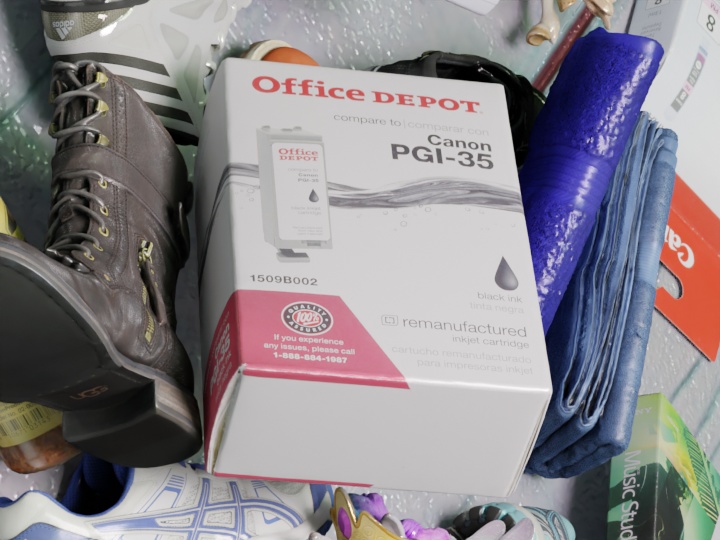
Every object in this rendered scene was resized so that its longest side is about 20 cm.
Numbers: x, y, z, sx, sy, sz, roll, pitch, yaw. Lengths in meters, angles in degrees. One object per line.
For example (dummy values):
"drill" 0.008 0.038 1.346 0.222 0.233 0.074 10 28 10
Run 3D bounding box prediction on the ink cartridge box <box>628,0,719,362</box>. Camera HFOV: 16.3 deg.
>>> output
"ink cartridge box" 0.221 -0.069 1.603 0.163 0.057 0.200 41 49 -34

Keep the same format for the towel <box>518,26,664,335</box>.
"towel" 0.099 -0.035 1.365 0.050 0.148 0.200 23 88 0

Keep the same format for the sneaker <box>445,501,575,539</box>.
"sneaker" 0.108 0.224 1.390 0.086 0.078 0.200 -3 83 -51

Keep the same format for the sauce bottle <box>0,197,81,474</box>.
"sauce bottle" -0.181 -0.004 1.135 0.066 0.066 0.200 -46 117 -43

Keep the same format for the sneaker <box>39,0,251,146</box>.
"sneaker" -0.091 -0.127 1.276 0.200 0.076 0.115 -33 122 -50

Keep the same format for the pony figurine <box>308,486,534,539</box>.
"pony figurine" 0.054 0.197 1.249 0.193 0.167 0.200 -6 92 -40

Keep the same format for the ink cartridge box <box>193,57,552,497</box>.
"ink cartridge box" 0.000 0.000 1.175 0.146 0.083 0.200 5 47 -12

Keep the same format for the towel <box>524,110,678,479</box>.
"towel" 0.131 0.015 1.444 0.049 0.112 0.200 17 67 -12

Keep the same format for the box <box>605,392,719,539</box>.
"box" 0.184 0.191 1.461 0.144 0.036 0.200 52 34 -43

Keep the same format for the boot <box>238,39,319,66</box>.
"boot" -0.001 -0.031 1.310 0.075 0.107 0.200 -22 96 -46

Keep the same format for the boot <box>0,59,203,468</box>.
"boot" -0.127 -0.020 1.114 0.200 0.069 0.174 50 30 -54

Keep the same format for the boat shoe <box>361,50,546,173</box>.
"boat shoe" 0.065 -0.088 1.407 0.200 0.057 0.069 -3 75 -59

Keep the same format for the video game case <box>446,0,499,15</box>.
"video game case" -0.037 -0.216 1.297 0.200 0.022 0.182 17 30 -45

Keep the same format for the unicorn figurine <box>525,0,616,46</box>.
"unicorn figurine" 0.077 -0.218 1.473 0.200 0.074 0.137 37 45 -53

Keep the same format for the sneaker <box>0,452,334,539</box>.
"sneaker" -0.089 0.113 1.201 0.200 0.075 0.088 -23 98 -48
